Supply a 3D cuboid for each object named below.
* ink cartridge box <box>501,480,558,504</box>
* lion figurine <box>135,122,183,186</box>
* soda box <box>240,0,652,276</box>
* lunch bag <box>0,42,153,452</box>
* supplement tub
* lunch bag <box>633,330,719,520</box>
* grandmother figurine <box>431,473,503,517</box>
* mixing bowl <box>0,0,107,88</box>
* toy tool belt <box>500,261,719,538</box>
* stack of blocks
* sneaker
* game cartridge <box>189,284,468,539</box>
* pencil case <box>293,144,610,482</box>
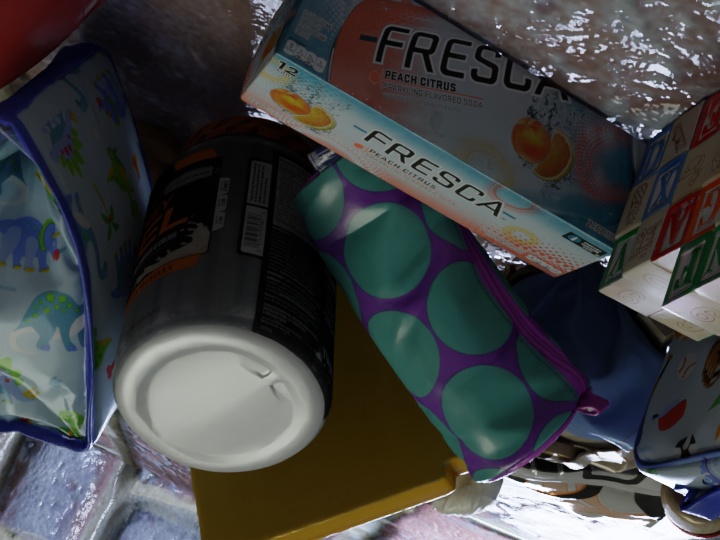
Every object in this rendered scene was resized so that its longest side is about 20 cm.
[{"bbox_3d":[0.158,0.129,0.974,0.197,0.076,0.165,10,162,2],"label":"ink cartridge box"},{"bbox_3d":[-0.175,-0.076,0.917,0.198,0.073,0.123,-6,140,31],"label":"lion figurine"},{"bbox_3d":[0.043,-0.074,0.639,0.198,0.064,0.068,28,160,-14],"label":"soda box"},{"bbox_3d":[-0.189,-0.022,0.772,0.125,0.203,0.170,8,-156,2],"label":"lunch bag"},{"bbox_3d":[-0.073,0.006,0.752,0.121,0.201,0.124,0,131,0],"label":"supplement tub"},{"bbox_3d":[0.208,0.041,0.599,0.075,0.162,0.200,26,161,-6],"label":"lunch bag"},{"bbox_3d":[0.009,0.101,0.869,0.199,0.122,0.061,34,-179,8],"label":"grandmother figurine"},{"bbox_3d":[-0.246,-0.160,0.691,0.198,0.109,0.201,21,160,8],"label":"mixing bowl"},{"bbox_3d":[0.151,0.063,0.755,0.200,0.124,0.123,47,165,25],"label":"toy tool belt"},{"bbox_3d":[0.172,-0.026,0.532,0.058,0.116,0.200,26,162,-7],"label":"stack of blocks"},{"bbox_3d":[0.132,0.129,0.838,0.197,0.074,0.080,15,135,-10],"label":"sneaker"},{"bbox_3d":[-0.030,0.070,0.807,0.174,0.202,0.033,-20,147,10],"label":"game cartridge"},{"bbox_3d":[0.045,0.012,0.702,0.092,0.085,0.201,-35,87,31],"label":"pencil case"}]
